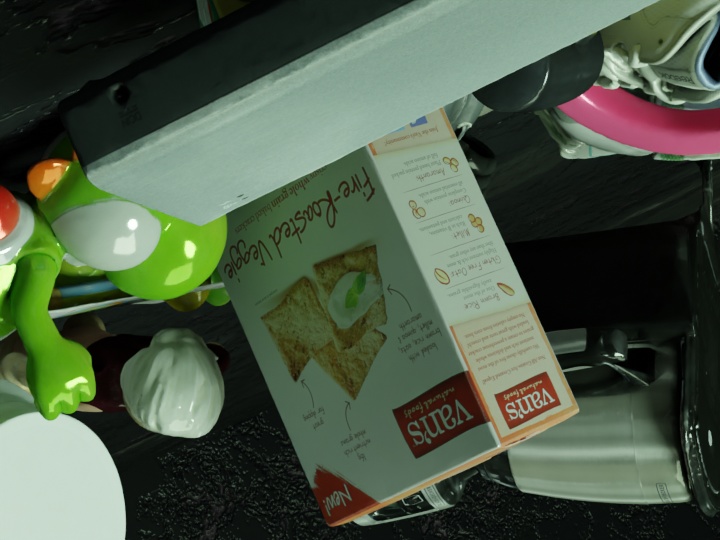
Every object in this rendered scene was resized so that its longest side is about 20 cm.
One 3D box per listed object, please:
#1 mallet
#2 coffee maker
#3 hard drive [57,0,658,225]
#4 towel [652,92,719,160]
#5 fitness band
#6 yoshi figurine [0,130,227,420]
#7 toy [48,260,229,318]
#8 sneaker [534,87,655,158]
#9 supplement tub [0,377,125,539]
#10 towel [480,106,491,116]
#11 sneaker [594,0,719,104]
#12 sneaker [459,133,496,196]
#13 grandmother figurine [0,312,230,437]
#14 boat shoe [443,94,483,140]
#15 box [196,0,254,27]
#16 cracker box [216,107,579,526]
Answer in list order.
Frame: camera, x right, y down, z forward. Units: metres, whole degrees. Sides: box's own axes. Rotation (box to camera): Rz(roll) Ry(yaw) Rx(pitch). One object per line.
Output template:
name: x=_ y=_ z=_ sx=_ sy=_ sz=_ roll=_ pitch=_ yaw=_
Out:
mallet: x=0.119 y=-0.118 z=0.720 sx=0.199 sy=0.041 sz=0.066 roll=-34 pitch=173 yaw=37
coffee maker: x=0.084 y=0.038 z=1.002 sx=0.198 sy=0.136 sz=0.193 roll=-3 pitch=-142 yaw=17
hard drive: x=0.011 y=-0.078 z=0.654 sx=0.199 sy=0.033 sz=0.140 roll=-26 pitch=171 yaw=8
towel: x=0.250 y=-0.106 z=1.008 sx=0.198 sy=0.031 sz=0.150 roll=-2 pitch=-147 yaw=11
fitness band: x=0.159 y=-0.118 z=0.881 sx=0.200 sy=0.143 sz=0.038 roll=-34 pitch=-147 yaw=50
yoshi figurine: x=-0.136 y=0.001 z=0.838 sx=0.199 sy=0.113 sz=0.112 roll=-27 pitch=-175 yaw=-1
toy: x=-0.148 y=0.002 z=0.984 sx=0.199 sy=0.048 sz=0.115 roll=-4 pitch=174 yaw=-44
sneaker: x=0.132 y=-0.088 z=1.077 sx=0.080 sy=0.071 sz=0.200 roll=-26 pitch=176 yaw=23
supplement tub: x=-0.220 y=0.112 z=0.901 sx=0.199 sy=0.146 sz=0.144 roll=6 pitch=-166 yaw=36
towel: x=0.123 y=-0.136 z=1.065 sx=0.199 sy=0.024 sz=0.152 roll=-29 pitch=174 yaw=18
sneaker: x=0.120 y=-0.109 z=0.804 sx=0.074 sy=0.088 sz=0.199 roll=33 pitch=147 yaw=-34
sneaker: x=0.003 y=-0.041 z=1.110 sx=0.199 sy=0.070 sz=0.100 roll=-8 pitch=123 yaw=-49
grandmother figurine: x=-0.122 y=0.054 z=1.013 sx=0.120 sy=0.061 sz=0.200 roll=-15 pitch=-170 yaw=-24
boat shoe: x=0.001 y=-0.059 z=0.975 sx=0.066 sy=0.075 sz=0.199 roll=-13 pitch=163 yaw=-28
box: x=0.037 y=-0.124 z=0.712 sx=0.198 sy=0.049 sz=0.117 roll=-22 pitch=173 yaw=-6
cracker box: x=0.000 y=0.000 z=0.877 sx=0.057 sy=0.201 sz=0.134 roll=-19 pitch=171 yaw=-40
